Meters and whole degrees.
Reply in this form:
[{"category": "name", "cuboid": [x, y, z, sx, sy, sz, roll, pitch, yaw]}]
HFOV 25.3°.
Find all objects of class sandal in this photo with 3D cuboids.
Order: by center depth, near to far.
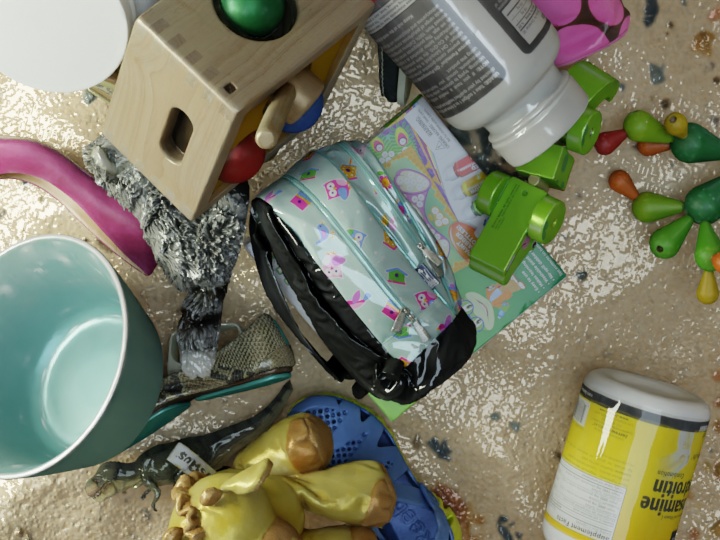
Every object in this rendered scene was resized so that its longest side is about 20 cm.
[{"category": "sandal", "cuboid": [0.015, 0.184, 1.365, 0.200, 0.087, 0.079, 44, 96, -7]}]

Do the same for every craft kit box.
[{"category": "craft kit box", "cuboid": [0.038, -0.010, 1.360, 0.197, 0.049, 0.200, -40, 98, 6]}]

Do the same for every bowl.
[{"category": "bowl", "cuboid": [-0.239, 0.081, 1.301, 0.200, 0.105, 0.202, -11, 67, 27]}]

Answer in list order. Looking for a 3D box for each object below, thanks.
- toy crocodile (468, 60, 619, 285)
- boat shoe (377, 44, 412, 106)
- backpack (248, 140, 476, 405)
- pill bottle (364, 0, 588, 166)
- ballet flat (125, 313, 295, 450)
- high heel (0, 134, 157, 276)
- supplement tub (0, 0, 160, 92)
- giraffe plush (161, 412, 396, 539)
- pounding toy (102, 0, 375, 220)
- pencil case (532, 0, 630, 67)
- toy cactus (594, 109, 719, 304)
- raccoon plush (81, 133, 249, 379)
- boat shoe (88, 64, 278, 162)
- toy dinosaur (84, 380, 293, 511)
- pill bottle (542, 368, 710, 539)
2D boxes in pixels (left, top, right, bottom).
[{"category": "toy crocodile", "cuboid": [0.150, -0.082, 1.316, 0.067, 0.062, 0.201, 22, 85, 27]}, {"category": "boat shoe", "cuboid": [0.013, -0.236, 1.310, 0.066, 0.075, 0.200, 1, 104, 6]}, {"category": "backpack", "cuboid": [0.000, 0.000, 1.272, 0.126, 0.167, 0.200, -37, 96, -17]}, {"category": "pill bottle", "cuboid": [0.082, -0.179, 1.233, 0.111, 0.111, 0.200, -42, 102, 3]}, {"category": "ballet flat", "cuboid": [-0.151, 0.090, 1.351, 0.199, 0.068, 0.076, -25, 80, 12]}, {"category": "high heel", "cuboid": [-0.256, -0.056, 1.324, 0.199, 0.067, 0.096, 9, 88, -18]}, {"category": "supplement tub", "cuboid": [-0.212, -0.241, 1.213, 0.144, 0.200, 0.145, 5, 130, 6]}, {"category": "giraffe plush", "cuboid": [-0.085, 0.197, 1.258, 0.199, 0.162, 0.173, 19, 93, 9]}, {"category": "pounding toy", "cuboid": [-0.082, -0.137, 1.175, 0.142, 0.200, 0.184, 43, 58, 6]}, {"category": "pencil case", "cuboid": [0.131, -0.251, 1.289, 0.094, 0.091, 0.200, -40, 113, 1]}, {"category": "toy cactus", "cuboid": [0.305, -0.074, 1.348, 0.165, 0.102, 0.200, -41, 89, -7]}, {"category": "raccoon plush", "cuboid": [-0.165, -0.022, 1.272, 0.133, 0.097, 0.201, 9, 78, -15]}, {"category": "boat shoe", "cuboid": [-0.156, -0.147, 1.325, 0.199, 0.063, 0.074, 30, 70, -10]}, {"category": "toy dinosaur", "cuboid": [-0.135, 0.175, 1.375, 0.199, 0.047, 0.088, -23, 94, -5]}, {"category": "pill bottle", "cuboid": [0.219, 0.192, 1.364, 0.111, 0.112, 0.201, 14, 98, -5]}]
